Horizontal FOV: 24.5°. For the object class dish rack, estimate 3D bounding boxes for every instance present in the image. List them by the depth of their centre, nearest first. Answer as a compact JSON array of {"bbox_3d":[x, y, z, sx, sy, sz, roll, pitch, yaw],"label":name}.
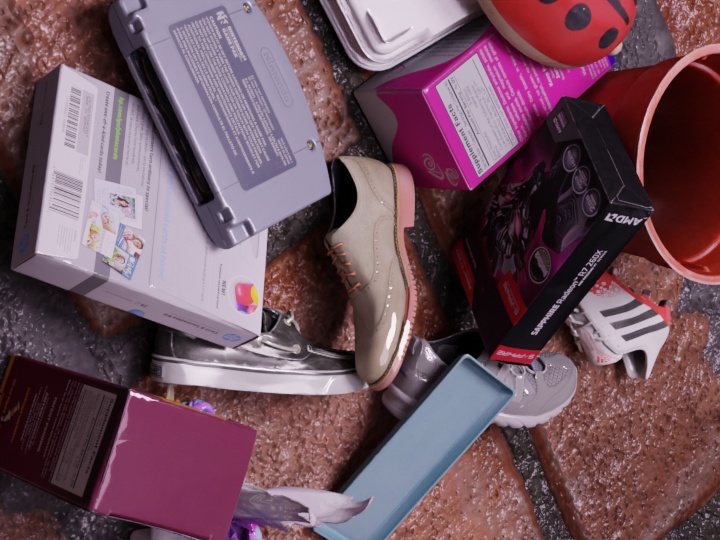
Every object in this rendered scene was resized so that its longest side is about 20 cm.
[{"bbox_3d":[0.033,-0.278,1.344,0.171,0.044,0.201,-31,109,-6],"label":"dish rack"}]

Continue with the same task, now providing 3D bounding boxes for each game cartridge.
[{"bbox_3d":[-0.101,-0.130,1.270,0.133,0.041,0.202,-31,98,-50],"label":"game cartridge"}]

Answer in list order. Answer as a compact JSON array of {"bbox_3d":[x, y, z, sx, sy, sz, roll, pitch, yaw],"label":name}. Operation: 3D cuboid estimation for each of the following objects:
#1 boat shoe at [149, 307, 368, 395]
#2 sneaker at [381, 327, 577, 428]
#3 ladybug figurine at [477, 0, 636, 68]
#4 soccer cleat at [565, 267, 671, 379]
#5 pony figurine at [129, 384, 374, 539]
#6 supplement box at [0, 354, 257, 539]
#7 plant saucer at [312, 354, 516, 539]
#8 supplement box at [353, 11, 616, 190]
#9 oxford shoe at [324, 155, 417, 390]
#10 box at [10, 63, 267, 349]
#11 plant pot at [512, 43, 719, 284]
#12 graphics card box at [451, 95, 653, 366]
[{"bbox_3d":[-0.073,0.063,1.329,0.198,0.070,0.064,6,93,-34],"label":"boat shoe"},{"bbox_3d":[0.117,0.089,1.452,0.198,0.075,0.083,-4,121,-35],"label":"sneaker"},{"bbox_3d":[0.161,-0.243,1.338,0.200,0.072,0.137,40,73,-33],"label":"ladybug figurine"},{"bbox_3d":[0.217,0.041,1.540,0.199,0.068,0.086,26,76,-40],"label":"soccer cleat"},{"bbox_3d":[-0.107,0.201,1.261,0.166,0.191,0.202,29,75,-68],"label":"pony figurine"},{"bbox_3d":[-0.177,0.125,1.179,0.110,0.199,0.086,22,81,-34],"label":"supplement box"},{"bbox_3d":[0.044,0.158,1.409,0.070,0.019,0.200,36,100,-32],"label":"plant saucer"},{"bbox_3d":[0.108,-0.166,1.417,0.200,0.101,0.104,-39,115,-26],"label":"supplement box"},{"bbox_3d":[0.000,0.000,1.360,0.073,0.071,0.202,14,60,-29],"label":"oxford shoe"},{"bbox_3d":[-0.158,-0.045,1.241,0.199,0.041,0.157,21,59,-35],"label":"box"},{"bbox_3d":[0.247,-0.097,1.466,0.199,0.194,0.203,-4,97,-36],"label":"plant pot"},{"bbox_3d":[0.155,-0.031,1.385,0.050,0.200,0.126,10,45,-29],"label":"graphics card box"}]
